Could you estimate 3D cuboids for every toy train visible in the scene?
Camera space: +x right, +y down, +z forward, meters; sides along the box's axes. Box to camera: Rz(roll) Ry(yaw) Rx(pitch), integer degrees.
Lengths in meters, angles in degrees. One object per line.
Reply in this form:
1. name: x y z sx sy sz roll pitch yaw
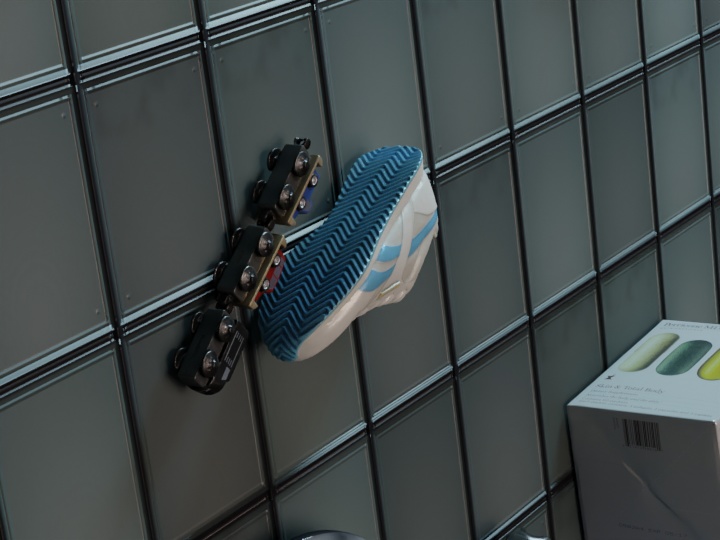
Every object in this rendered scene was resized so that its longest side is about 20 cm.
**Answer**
1. toy train: -0.072 -0.004 1.263 0.046 0.034 0.200 52 54 -48

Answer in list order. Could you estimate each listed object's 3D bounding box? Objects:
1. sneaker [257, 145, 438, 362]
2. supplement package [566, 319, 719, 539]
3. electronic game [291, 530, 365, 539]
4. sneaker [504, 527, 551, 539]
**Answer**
1. sneaker: 0.000 0.000 1.330 0.200 0.076 0.081 -53 136 -34
2. supplement package: 0.312 0.157 1.722 0.200 0.151 0.151 -33 120 -48
3. electronic game: -0.034 0.288 1.333 0.200 0.042 0.201 -7 100 -46
4. sneaker: 0.166 0.301 1.598 0.111 0.077 0.200 -56 130 -21
